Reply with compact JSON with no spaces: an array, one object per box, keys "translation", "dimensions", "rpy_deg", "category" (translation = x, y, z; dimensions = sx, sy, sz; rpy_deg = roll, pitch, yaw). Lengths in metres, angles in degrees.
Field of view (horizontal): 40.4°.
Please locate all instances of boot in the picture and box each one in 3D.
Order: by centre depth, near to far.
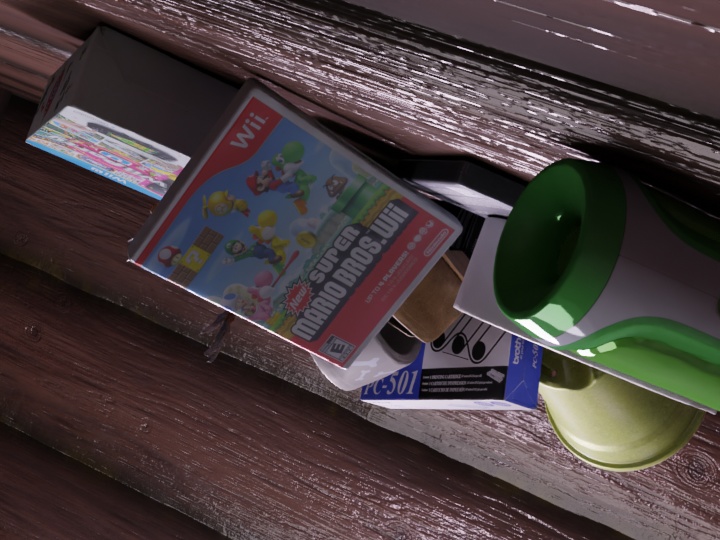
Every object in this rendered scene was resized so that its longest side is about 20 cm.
[{"translation":[0.017,-0.019,0.740],"dimensions":[0.200,0.076,0.073],"rpy_deg":[46,169,-31],"category":"boot"}]

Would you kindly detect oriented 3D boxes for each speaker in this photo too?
[{"translation":[0.162,0.020,0.454],"dimensions":[0.197,0.090,0.088],"rpy_deg":[21,-179,-20],"category":"speaker"}]

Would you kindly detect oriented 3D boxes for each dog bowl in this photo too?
[{"translation":[0.000,0.000,0.854],"dimensions":[0.058,0.205,0.199],"rpy_deg":[-14,166,21],"category":"dog bowl"}]

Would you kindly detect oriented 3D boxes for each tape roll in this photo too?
[{"translation":[0.169,0.031,0.695],"dimensions":[0.199,0.072,0.202],"rpy_deg":[22,180,0],"category":"tape roll"}]

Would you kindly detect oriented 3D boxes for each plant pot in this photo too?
[{"translation":[0.260,0.093,1.062],"dimensions":[0.198,0.203,0.184],"rpy_deg":[21,169,40],"category":"plant pot"}]

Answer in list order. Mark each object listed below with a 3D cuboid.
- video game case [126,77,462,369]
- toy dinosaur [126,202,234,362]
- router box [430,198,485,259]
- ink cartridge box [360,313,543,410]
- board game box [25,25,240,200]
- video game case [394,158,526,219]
[{"translation":[-0.039,-0.022,0.672],"dimensions":[0.198,0.144,0.018],"rpy_deg":[30,-162,-34],"category":"video game case"},{"translation":[-0.112,-0.036,0.758],"dimensions":[0.104,0.202,0.182],"rpy_deg":[30,152,-4],"category":"toy dinosaur"},{"translation":[0.160,-0.003,0.885],"dimensions":[0.197,0.053,0.157],"rpy_deg":[21,-179,-14],"category":"router box"},{"translation":[0.081,0.078,0.899],"dimensions":[0.044,0.096,0.198],"rpy_deg":[19,162,-33],"category":"ink cartridge box"},{"translation":[-0.165,-0.109,0.753],"dimensions":[0.145,0.066,0.199],"rpy_deg":[23,171,-25],"category":"board game box"},{"translation":[0.131,-0.032,0.673],"dimensions":[0.196,0.019,0.143],"rpy_deg":[21,-179,-16],"category":"video game case"}]
